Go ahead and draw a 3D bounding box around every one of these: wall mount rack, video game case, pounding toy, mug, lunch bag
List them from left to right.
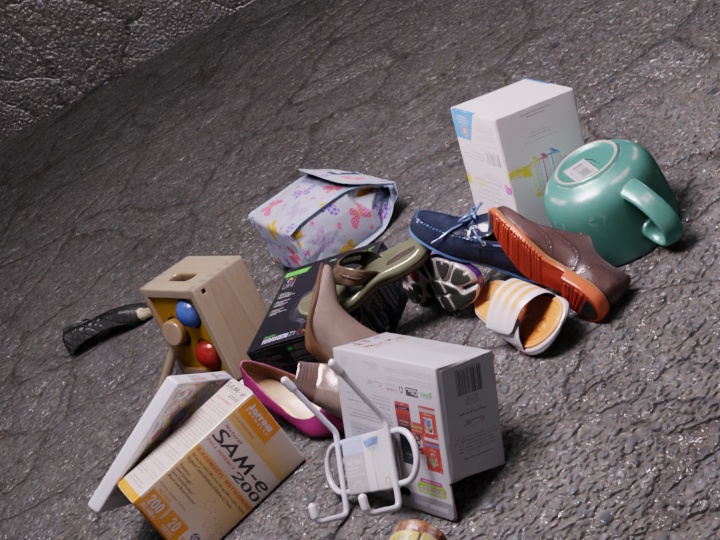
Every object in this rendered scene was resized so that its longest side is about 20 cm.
[{"bbox_3d":[-0.258,0.222,1.662,0.201,0.023,0.182,-58,-15,7],"label":"video game case"},{"bbox_3d":[-0.246,0.092,1.913,0.142,0.185,0.199,-37,23,-33],"label":"pounding toy"},{"bbox_3d":[-0.055,-0.095,2.039,0.200,0.128,0.169,-36,27,-16],"label":"lunch bag"},{"bbox_3d":[-0.019,0.193,1.431,0.074,0.175,0.200,-4,-12,-33],"label":"wall mount rack"},{"bbox_3d":[0.320,-0.096,1.584,0.184,0.115,0.152,-13,33,40],"label":"mug"}]

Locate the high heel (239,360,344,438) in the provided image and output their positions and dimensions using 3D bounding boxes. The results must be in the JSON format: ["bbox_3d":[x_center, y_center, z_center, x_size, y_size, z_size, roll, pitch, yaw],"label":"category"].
[{"bbox_3d":[-0.084,0.164,1.659,0.199,0.096,0.068,-5,38,47],"label":"high heel"}]

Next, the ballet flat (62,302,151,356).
[{"bbox_3d":[-0.453,0.101,2.295,0.199,0.057,0.066,-19,2,21],"label":"ballet flat"}]

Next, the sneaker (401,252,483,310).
[{"bbox_3d":[0.116,-0.003,1.710,0.083,0.081,0.200,-31,15,-16],"label":"sneaker"}]

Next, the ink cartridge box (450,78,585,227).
[{"bbox_3d":[0.224,-0.138,1.704,0.125,0.201,0.128,-23,22,-16],"label":"ink cartridge box"}]

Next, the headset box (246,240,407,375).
[{"bbox_3d":[-0.039,0.064,1.779,0.173,0.093,0.200,-17,31,32],"label":"headset box"}]

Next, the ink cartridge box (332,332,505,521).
[{"bbox_3d":[0.066,0.173,1.440,0.083,0.177,0.200,-14,12,-34],"label":"ink cartridge box"}]

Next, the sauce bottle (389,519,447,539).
[{"bbox_3d":[0.032,0.341,1.250,0.066,0.066,0.200,-15,31,36],"label":"sauce bottle"}]

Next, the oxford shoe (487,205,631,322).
[{"bbox_3d":[0.239,-0.021,1.539,0.072,0.071,0.200,-40,64,-17],"label":"oxford shoe"}]

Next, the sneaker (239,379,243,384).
[{"bbox_3d":[-0.176,0.208,1.727,0.072,0.073,0.200,-25,26,25],"label":"sneaker"}]

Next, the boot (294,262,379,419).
[{"bbox_3d":[-0.001,0.097,1.600,0.070,0.145,0.201,99,-179,-71],"label":"boot"}]

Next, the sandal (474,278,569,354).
[{"bbox_3d":[0.179,0.047,1.560,0.080,0.059,0.206,-62,25,-3],"label":"sandal"}]

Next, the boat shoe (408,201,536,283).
[{"bbox_3d":[0.164,-0.050,1.630,0.199,0.069,0.084,14,36,1],"label":"boat shoe"}]

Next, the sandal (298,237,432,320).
[{"bbox_3d":[0.001,-0.001,1.671,0.200,0.057,0.080,-32,27,10],"label":"sandal"}]

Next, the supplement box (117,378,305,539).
[{"bbox_3d":[-0.187,0.254,1.598,0.200,0.126,0.073,-43,26,-13],"label":"supplement box"}]
